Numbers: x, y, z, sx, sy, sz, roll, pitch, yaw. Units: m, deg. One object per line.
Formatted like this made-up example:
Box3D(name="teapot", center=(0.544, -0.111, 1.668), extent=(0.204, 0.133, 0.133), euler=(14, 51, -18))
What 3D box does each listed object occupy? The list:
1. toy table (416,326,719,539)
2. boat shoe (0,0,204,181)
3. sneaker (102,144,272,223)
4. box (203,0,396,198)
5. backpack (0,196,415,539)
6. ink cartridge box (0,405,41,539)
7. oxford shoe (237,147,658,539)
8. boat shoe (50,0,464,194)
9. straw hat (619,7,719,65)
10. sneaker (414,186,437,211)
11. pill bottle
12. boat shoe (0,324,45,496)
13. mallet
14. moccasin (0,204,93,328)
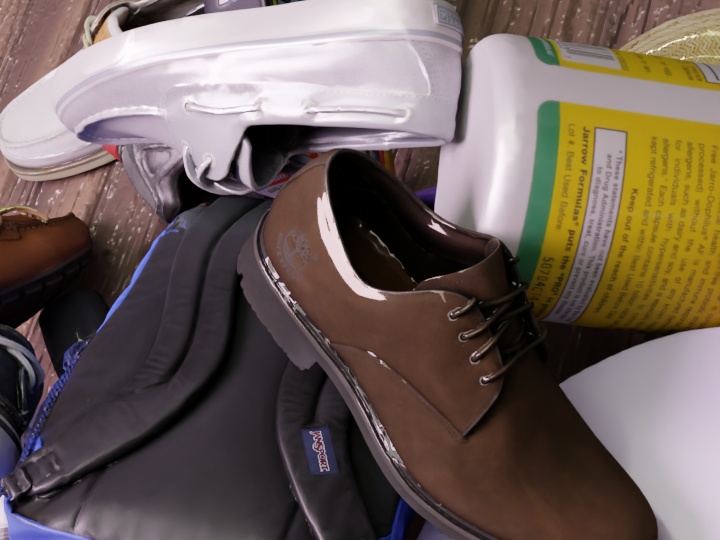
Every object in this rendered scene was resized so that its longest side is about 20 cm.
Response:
Box3D(name="toy table", center=(0.122, 0.121, 0.656), extent=(0.198, 0.117, 0.185), euler=(-25, 57, 10))
Box3D(name="boat shoe", center=(-0.133, -0.123, 0.931), extent=(0.199, 0.068, 0.075), euler=(-27, 55, 8))
Box3D(name="sneaker", center=(-0.042, -0.087, 0.874), extent=(0.199, 0.071, 0.099), euler=(-25, 68, 0))
Box3D(name="box", center=(-0.035, -0.132, 0.791), extent=(0.034, 0.110, 0.202), euler=(-16, 75, 27))
Box3D(name="backpack", center=(-0.048, 0.076, 0.691), extent=(0.161, 0.169, 0.201), euler=(17, 51, 5))
Box3D(name="ink cartridge box", center=(-0.214, 0.175, 0.794), extent=(0.143, 0.084, 0.202), euler=(-15, 58, 16))
Box3D(name="oxford shoe", center=(0.039, 0.037, 0.586), extent=(0.200, 0.085, 0.073), euler=(44, 46, 8))
Box3D(name="boat shoe", center=(-0.048, -0.068, 0.691), extent=(0.198, 0.072, 0.069), euler=(-5, 79, 20))
Box3D(name="straw hat", center=(0.171, -0.072, 0.759), extent=(0.199, 0.085, 0.203), euler=(-10, 60, 18))
Box3D(name="sneaker", center=(0.000, 0.000, 0.797), extent=(0.199, 0.083, 0.081), euler=(-30, 54, 8))
Box3D(name="pill bottle", center=(0.137, -0.028, 0.659), extent=(0.198, 0.113, 0.114), euler=(7, 61, -9))
Box3D(name="boat shoe", center=(-0.175, 0.052, 0.700), extent=(0.071, 0.072, 0.200), euler=(-51, 15, -16))
Box3D(name="mallet", center=(-0.085, -0.005, 0.852), extent=(0.200, 0.041, 0.066), euler=(-40, 65, 4))
Box3D(name="moccasin", center=(-0.206, -0.003, 0.832), extent=(0.074, 0.201, 0.078), euler=(-40, 86, 28))
